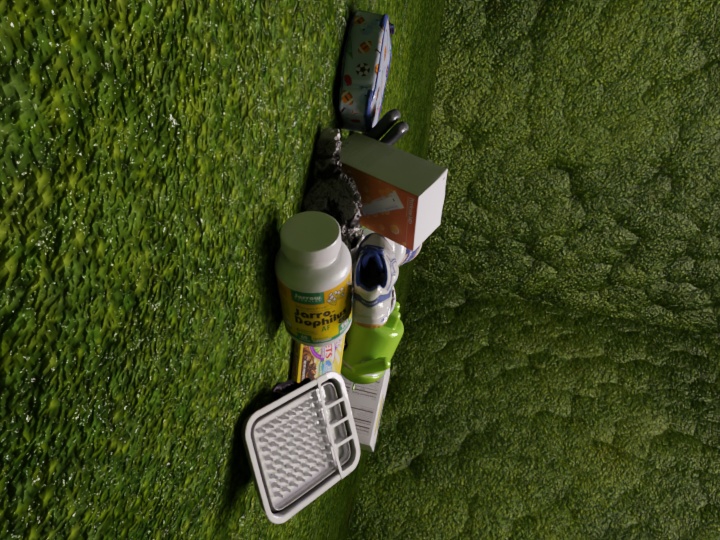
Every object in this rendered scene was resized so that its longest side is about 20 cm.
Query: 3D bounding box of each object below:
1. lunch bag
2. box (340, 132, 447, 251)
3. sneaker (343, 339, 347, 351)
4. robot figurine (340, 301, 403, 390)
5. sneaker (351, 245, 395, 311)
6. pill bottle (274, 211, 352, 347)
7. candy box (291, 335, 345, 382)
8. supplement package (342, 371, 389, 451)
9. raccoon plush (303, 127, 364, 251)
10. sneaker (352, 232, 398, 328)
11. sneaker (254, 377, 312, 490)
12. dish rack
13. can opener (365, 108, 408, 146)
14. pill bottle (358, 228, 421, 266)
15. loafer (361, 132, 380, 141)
[{"bbox_3d":[0.013,-0.365,0.967,0.160,0.075,0.201,46,56,-81],"label":"lunch bag"},{"bbox_3d":[0.042,-0.145,0.936,0.097,0.199,0.125,-44,149,-34],"label":"box"},{"bbox_3d":[-0.072,0.169,1.032,0.074,0.079,0.201,-18,119,-81],"label":"sneaker"},{"bbox_3d":[0.016,0.150,1.087,0.176,0.115,0.201,-88,-161,-67],"label":"robot figurine"},{"bbox_3d":[0.000,0.000,0.974,0.075,0.200,0.082,-34,165,-3],"label":"sneaker"},{"bbox_3d":[-0.068,0.014,0.777,0.201,0.112,0.113,91,13,-47],"label":"pill bottle"},{"bbox_3d":[-0.075,0.133,0.963,0.102,0.026,0.201,-8,114,-39],"label":"candy box"},{"bbox_3d":[-0.021,0.316,1.269,0.152,0.150,0.201,80,22,-65],"label":"supplement package"},{"bbox_3d":[-0.028,-0.124,0.891,0.134,0.096,0.201,39,62,-76],"label":"raccoon plush"},{"bbox_3d":[0.026,-0.006,0.832,0.201,0.075,0.089,-88,179,-47],"label":"sneaker"},{"bbox_3d":[-0.127,0.256,0.855,0.200,0.077,0.113,-62,146,-52],"label":"sneaker"},{"bbox_3d":[-0.093,0.265,0.805,0.199,0.043,0.173,-20,100,-46],"label":"dish rack"},{"bbox_3d":[0.030,-0.240,0.993,0.066,0.053,0.200,-35,180,-29],"label":"can opener"},{"bbox_3d":[0.055,-0.057,1.115,0.200,0.110,0.112,-22,123,-66],"label":"pill bottle"},{"bbox_3d":[0.049,-0.218,1.128,0.072,0.062,0.201,-70,154,-45],"label":"loafer"}]
